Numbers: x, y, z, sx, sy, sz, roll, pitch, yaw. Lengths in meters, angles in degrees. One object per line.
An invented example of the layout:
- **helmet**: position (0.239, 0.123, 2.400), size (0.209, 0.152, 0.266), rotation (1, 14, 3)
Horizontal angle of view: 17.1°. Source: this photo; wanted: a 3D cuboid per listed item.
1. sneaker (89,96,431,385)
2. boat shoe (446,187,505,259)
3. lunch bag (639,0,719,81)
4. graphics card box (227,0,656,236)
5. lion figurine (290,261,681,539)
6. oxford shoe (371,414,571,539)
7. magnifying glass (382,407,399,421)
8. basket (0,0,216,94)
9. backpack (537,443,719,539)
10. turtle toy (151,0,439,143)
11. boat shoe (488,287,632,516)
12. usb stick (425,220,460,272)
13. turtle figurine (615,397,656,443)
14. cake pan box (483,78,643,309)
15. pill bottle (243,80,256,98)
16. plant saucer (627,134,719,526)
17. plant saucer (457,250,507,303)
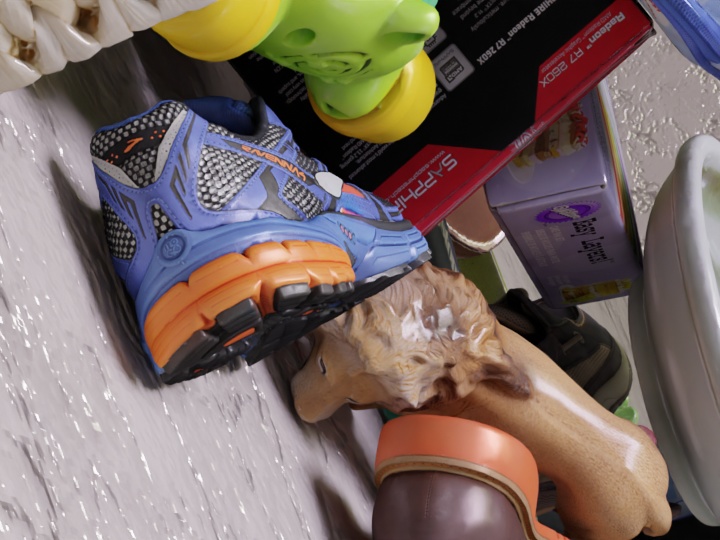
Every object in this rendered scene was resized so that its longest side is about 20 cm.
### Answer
- **sneaker**: position (-0.031, -0.019, 0.743), size (0.079, 0.075, 0.200), rotation (62, 7, 4)
- **boat shoe**: position (0.020, -0.080, 1.127), size (0.200, 0.072, 0.076), rotation (52, 60, -32)
- **lunch bag**: position (0.112, -0.136, 0.845), size (0.160, 0.076, 0.200), rotation (51, 12, 17)
- **graphics card box**: position (-0.005, -0.121, 0.845), size (0.200, 0.125, 0.051), rotation (49, 10, -1)
- **lion figurine**: position (0.059, 0.054, 0.888), size (0.199, 0.073, 0.122), rotation (26, -7, -16)
- **oxford shoe**: position (0.041, 0.123, 0.868), size (0.200, 0.071, 0.073), rotation (56, 40, -57)
- **magnifying glass**: position (0.000, 0.000, 1.046), size (0.080, 0.022, 0.201), rotation (33, 35, -73)
- **basket**: position (-0.081, -0.180, 0.583), size (0.200, 0.160, 0.199), rotation (58, 12, -37)
- **backpack**: position (0.169, 0.166, 1.117), size (0.191, 0.199, 0.155), rotation (75, -1, -51)
- **turtle toy**: position (-0.046, -0.128, 0.748), size (0.200, 0.101, 0.146), rotation (36, 7, 27)
- **boat shoe**: position (0.072, 0.042, 1.047), size (0.074, 0.074, 0.200), rotation (62, 12, -12)
- **usb stick**: position (0.020, -0.029, 1.085), size (0.056, 0.032, 0.201), rotation (-94, 169, -61)
- **turtle figurine**: position (0.225, 0.144, 1.493), size (0.199, 0.145, 0.194), rotation (16, -9, 43)
- **cake pan box**: position (0.069, -0.099, 0.976), size (0.184, 0.052, 0.201), rotation (56, 24, -72)
- **pill bottle**: position (-0.041, -0.162, 0.929), size (0.201, 0.112, 0.113), rotation (64, 9, -6)
- **plant saucer**: position (0.150, 0.046, 0.975), size (0.200, 0.050, 0.201), rotation (-18, 90, -72)
- **plant saucer**: position (0.075, 0.044, 1.275), size (0.200, 0.031, 0.201), rotation (-22, 90, -86)
